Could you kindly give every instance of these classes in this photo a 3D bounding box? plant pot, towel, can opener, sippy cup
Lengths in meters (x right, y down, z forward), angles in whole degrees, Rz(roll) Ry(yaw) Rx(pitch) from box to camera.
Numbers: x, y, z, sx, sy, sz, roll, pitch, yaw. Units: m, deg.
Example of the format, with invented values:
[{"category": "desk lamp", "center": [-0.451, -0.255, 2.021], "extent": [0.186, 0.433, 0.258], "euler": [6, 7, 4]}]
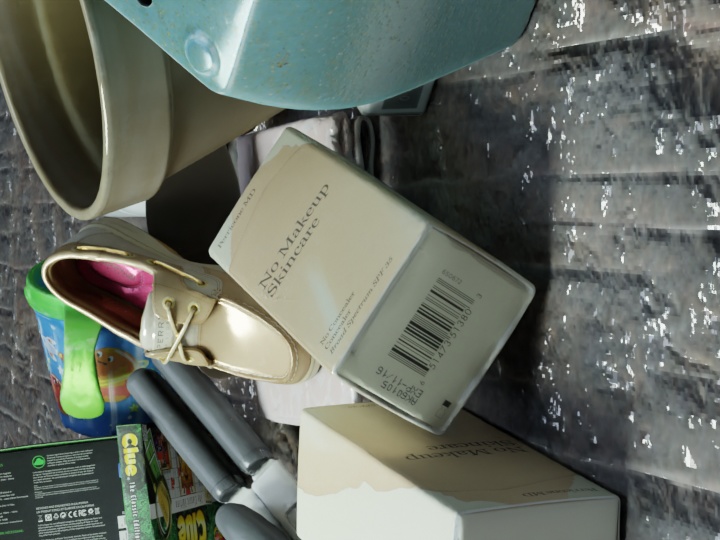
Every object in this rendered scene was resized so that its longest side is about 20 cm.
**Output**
[{"category": "plant pot", "center": [-0.102, -0.148, 1.005], "extent": [0.200, 0.173, 0.200], "euler": [45, 144, 45]}, {"category": "towel", "center": [-0.034, 0.002, 1.179], "extent": [0.191, 0.032, 0.201], "euler": [176, 91, -67]}, {"category": "can opener", "center": [-0.092, 0.129, 1.211], "extent": [0.053, 0.067, 0.200], "euler": [-46, 68, 9]}, {"category": "plant pot", "center": [-0.028, -0.189, 0.827], "extent": [0.196, 0.200, 0.196], "euler": [41, 140, 16]}, {"category": "sippy cup", "center": [-0.198, 0.061, 1.453], "extent": [0.139, 0.178, 0.131], "euler": [18, 117, 40]}]

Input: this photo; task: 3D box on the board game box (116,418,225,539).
[{"category": "board game box", "center": [-0.137, 0.162, 1.325], "extent": [0.200, 0.023, 0.105], "euler": [17, -112, -80]}]

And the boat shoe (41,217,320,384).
[{"category": "boat shoe", "center": [-0.119, 0.029, 1.151], "extent": [0.200, 0.069, 0.074], "euler": [22, 120, 27]}]

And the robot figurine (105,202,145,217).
[{"category": "robot figurine", "center": [-0.175, -0.098, 1.400], "extent": [0.170, 0.113, 0.200], "euler": [55, 162, -13]}]

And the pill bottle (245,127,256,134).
[{"category": "pill bottle", "center": [-0.116, -0.192, 1.256], "extent": [0.106, 0.106, 0.201], "euler": [157, 108, -66]}]

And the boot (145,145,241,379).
[{"category": "boot", "center": [-0.119, -0.023, 1.292], "extent": [0.200, 0.064, 0.187], "euler": [-133, 37, -80]}]

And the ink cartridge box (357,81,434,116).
[{"category": "ink cartridge box", "center": [0.014, -0.217, 1.021], "extent": [0.174, 0.043, 0.200], "euler": [-113, 29, -41]}]

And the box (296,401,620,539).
[{"category": "box", "center": [0.044, 0.128, 0.926], "extent": [0.200, 0.095, 0.078], "euler": [-157, 67, -64]}]

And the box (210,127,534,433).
[{"category": "box", "center": [0.000, 0.000, 0.976], "extent": [0.095, 0.078, 0.200], "euler": [-58, 29, 2]}]

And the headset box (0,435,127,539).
[{"category": "headset box", "center": [-0.235, 0.192, 1.455], "extent": [0.200, 0.174, 0.093], "euler": [118, 145, -78]}]
